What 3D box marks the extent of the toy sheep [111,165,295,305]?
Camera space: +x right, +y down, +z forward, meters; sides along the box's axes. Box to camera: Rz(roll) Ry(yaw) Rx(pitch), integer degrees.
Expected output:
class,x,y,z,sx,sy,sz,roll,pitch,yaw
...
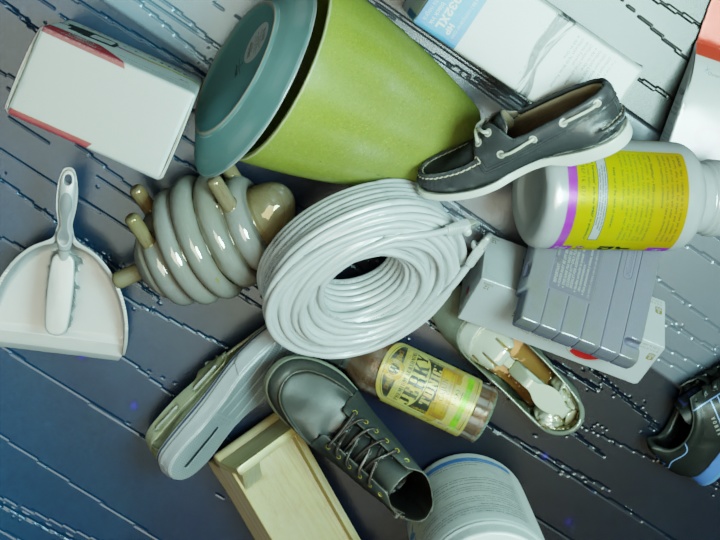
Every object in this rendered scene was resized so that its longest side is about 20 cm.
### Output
class,x,y,z,sx,sy,sz,roll,pitch,yaw
toy sheep,-0.151,-0.032,1.394,0.199,0.138,0.138,-20,105,17

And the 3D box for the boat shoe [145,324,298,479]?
class,x,y,z,sx,sy,sz,roll,pitch,yaw
boat shoe,-0.140,0.117,1.462,0.200,0.072,0.062,-47,58,-3

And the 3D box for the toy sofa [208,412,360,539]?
class,x,y,z,sx,sy,sz,roll,pitch,yaw
toy sofa,-0.067,0.251,1.500,0.083,0.097,0.201,-34,105,-20

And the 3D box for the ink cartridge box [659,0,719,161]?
class,x,y,z,sx,sy,sz,roll,pitch,yaw
ink cartridge box,0.393,-0.167,1.431,0.162,0.057,0.201,17,107,-7

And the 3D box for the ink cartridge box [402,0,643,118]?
class,x,y,z,sx,sy,sz,roll,pitch,yaw
ink cartridge box,0.146,-0.216,1.354,0.199,0.145,0.084,32,101,-10

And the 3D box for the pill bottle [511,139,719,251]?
class,x,y,z,sx,sy,sz,roll,pitch,yaw
pill bottle,0.250,-0.070,1.367,0.199,0.104,0.105,1,104,-15

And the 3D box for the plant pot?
class,x,y,z,sx,sy,sz,roll,pitch,yaw
plant pot,0.006,-0.151,1.360,0.199,0.187,0.188,23,102,-25

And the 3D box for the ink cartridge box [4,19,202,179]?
class,x,y,z,sx,sy,sz,roll,pitch,yaw
ink cartridge box,-0.226,-0.159,1.320,0.145,0.200,0.083,23,99,-9

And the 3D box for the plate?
class,x,y,z,sx,sy,sz,roll,pitch,yaw
plate,-0.105,-0.179,1.322,0.026,0.200,0.201,27,101,-24

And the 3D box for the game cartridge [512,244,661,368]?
class,x,y,z,sx,sy,sz,roll,pitch,yaw
game cartridge,0.226,-0.018,1.416,0.129,0.038,0.201,19,67,-4

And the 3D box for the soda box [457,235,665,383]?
class,x,y,z,sx,sy,sz,roll,pitch,yaw
soda box,0.201,0.039,1.450,0.199,0.068,0.064,20,134,-8

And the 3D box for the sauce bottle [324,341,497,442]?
class,x,y,z,sx,sy,sz,roll,pitch,yaw
sauce bottle,0.038,0.106,1.468,0.199,0.065,0.065,24,102,-4

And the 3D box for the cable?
class,x,y,z,sx,sy,sz,roll,pitch,yaw
cable,0.000,0.000,1.368,0.199,0.069,0.200,3,137,-32

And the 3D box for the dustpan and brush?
class,x,y,z,sx,sy,sz,roll,pitch,yaw
dustpan and brush,-0.290,-0.007,1.424,0.139,0.057,0.201,7,103,-5

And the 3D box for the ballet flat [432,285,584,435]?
class,x,y,z,sx,sy,sz,roll,pitch,yaw
ballet flat,0.153,0.090,1.472,0.200,0.064,0.067,43,98,-12

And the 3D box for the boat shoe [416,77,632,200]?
class,x,y,z,sx,sy,sz,roll,pitch,yaw
boat shoe,0.136,-0.115,1.285,0.199,0.074,0.060,-14,124,23

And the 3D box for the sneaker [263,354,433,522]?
class,x,y,z,sx,sy,sz,roll,pitch,yaw
sneaker,-0.004,0.160,1.412,0.200,0.106,0.075,42,86,-28

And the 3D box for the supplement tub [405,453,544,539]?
class,x,y,z,sx,sy,sz,roll,pitch,yaw
supplement tub,0.116,0.274,1.446,0.131,0.200,0.133,-1,104,-3

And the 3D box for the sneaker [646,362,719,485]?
class,x,y,z,sx,sy,sz,roll,pitch,yaw
sneaker,0.373,0.125,1.491,0.078,0.070,0.201,28,102,-16
